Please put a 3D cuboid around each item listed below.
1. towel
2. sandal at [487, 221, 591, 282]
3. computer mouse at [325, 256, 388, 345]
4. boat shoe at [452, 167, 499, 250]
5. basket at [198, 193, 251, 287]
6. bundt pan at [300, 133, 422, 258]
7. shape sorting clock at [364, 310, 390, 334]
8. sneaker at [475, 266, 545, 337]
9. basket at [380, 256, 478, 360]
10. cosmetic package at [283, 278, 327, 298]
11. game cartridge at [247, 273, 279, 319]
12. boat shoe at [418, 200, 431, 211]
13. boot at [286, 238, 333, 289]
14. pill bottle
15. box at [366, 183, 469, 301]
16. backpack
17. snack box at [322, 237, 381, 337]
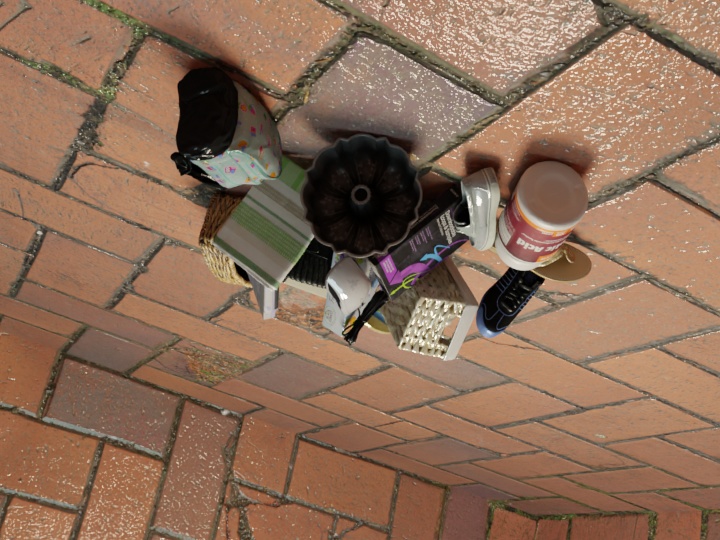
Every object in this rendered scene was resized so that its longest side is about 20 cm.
[{"bbox_3d":[-0.144,-0.084,1.577,0.148,0.201,0.031,36,176,14],"label":"towel"},{"bbox_3d":[0.315,-0.042,1.617,0.208,0.079,0.070,19,158,4],"label":"sandal"},{"bbox_3d":[-0.008,0.048,1.543,0.044,0.110,0.201,40,169,29],"label":"computer mouse"},{"bbox_3d":[0.188,-0.098,1.538,0.070,0.071,0.202,-12,149,-4],"label":"boat shoe"},{"bbox_3d":[-0.216,-0.045,1.832,0.146,0.145,0.201,7,157,18],"label":"basket"},{"bbox_3d":[0.004,-0.114,1.490,0.198,0.206,0.076,10,171,8],"label":"bundt pan"},{"bbox_3d":[0.011,0.040,1.842,0.198,0.202,0.039,29,126,-33],"label":"shape sorting clock"},{"bbox_3d":[0.281,0.032,1.663,0.070,0.201,0.078,38,157,-5],"label":"sneaker"},{"bbox_3d":[0.117,0.055,1.735,0.121,0.201,0.137,10,119,-24],"label":"basket"},{"bbox_3d":[-0.105,-0.007,1.843,0.103,0.074,0.199,40,-169,34],"label":"cosmetic package"},{"bbox_3d":[-0.182,-0.009,1.690,0.038,0.131,0.201,-19,154,-17],"label":"game cartridge"},{"bbox_3d":[0.091,-0.057,1.686,0.066,0.075,0.199,13,150,-33],"label":"boat shoe"},{"bbox_3d":[-0.121,-0.070,1.641,0.209,0.160,0.079,24,-164,26],"label":"boot"},{"bbox_3d":[0.286,-0.081,1.486,0.112,0.116,0.201,14,158,0],"label":"pill bottle"},{"bbox_3d":[0.109,-0.046,1.599,0.036,0.199,0.143,47,173,30],"label":"box"},{"bbox_3d":[-0.205,-0.206,1.442,0.124,0.170,0.200,0,161,18],"label":"backpack"},{"bbox_3d":[0.000,0.000,1.626,0.052,0.142,0.202,29,135,21],"label":"snack box"}]
